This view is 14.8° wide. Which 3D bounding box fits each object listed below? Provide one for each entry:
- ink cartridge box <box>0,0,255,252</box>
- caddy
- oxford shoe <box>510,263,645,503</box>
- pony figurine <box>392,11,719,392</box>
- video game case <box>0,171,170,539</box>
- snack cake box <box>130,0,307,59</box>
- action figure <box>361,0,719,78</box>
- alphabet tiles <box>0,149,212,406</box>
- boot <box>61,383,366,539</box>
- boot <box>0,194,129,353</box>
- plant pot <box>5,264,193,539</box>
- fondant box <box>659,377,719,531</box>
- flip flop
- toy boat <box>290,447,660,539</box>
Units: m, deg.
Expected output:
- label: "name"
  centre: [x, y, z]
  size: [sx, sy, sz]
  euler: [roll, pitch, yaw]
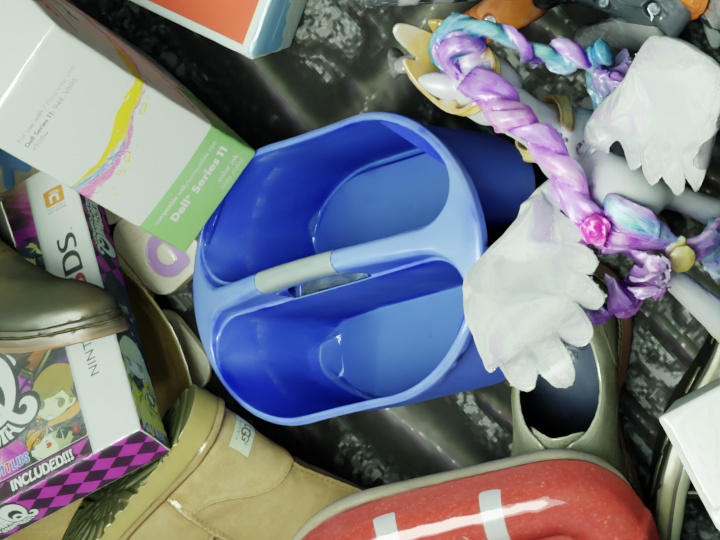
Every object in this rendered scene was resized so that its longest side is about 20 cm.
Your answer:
- label: "ink cartridge box"
  centre: [-0.157, -0.096, 1.357]
  size: [0.067, 0.200, 0.117]
  euler: [-53, 49, 5]
- label: "caddy"
  centre: [0.000, 0.000, 1.377]
  size: [0.199, 0.105, 0.142]
  euler: [-16, 80, 42]
- label: "oxford shoe"
  centre: [0.101, 0.098, 1.407]
  size: [0.070, 0.074, 0.201]
  euler: [-3, 97, 20]
- label: "pony figurine"
  centre: [0.113, -0.034, 1.271]
  size: [0.167, 0.200, 0.193]
  euler: [-52, 37, 12]
- label: "video game case"
  centre: [-0.206, 0.060, 1.430]
  size: [0.199, 0.036, 0.182]
  euler: [-28, 53, 13]
- label: "snack cake box"
  centre: [-0.059, -0.224, 1.418]
  size: [0.115, 0.067, 0.201]
  euler: [26, 106, 12]
- label: "action figure"
  centre: [0.104, -0.123, 1.354]
  size: [0.192, 0.105, 0.201]
  euler: [-1, 102, 11]
- label: "alphabet tiles"
  centre: [-0.180, 0.017, 1.525]
  size: [0.200, 0.015, 0.196]
  euler: [-41, 84, 20]
- label: "boot"
  centre: [-0.044, 0.163, 1.446]
  size: [0.200, 0.066, 0.175]
  euler: [32, 132, -15]
- label: "boot"
  centre: [-0.200, -0.015, 1.376]
  size: [0.199, 0.075, 0.097]
  euler: [6, 103, 32]
- label: "plant pot"
  centre: [-0.176, 0.074, 1.511]
  size: [0.199, 0.027, 0.201]
  euler: [4, 101, 19]
- label: "fondant box"
  centre: [0.211, 0.053, 1.233]
  size: [0.144, 0.200, 0.058]
  euler: [-28, 86, 7]
- label: "flip flop"
  centre: [0.189, 0.062, 1.378]
  size: [0.057, 0.081, 0.201]
  euler: [22, 100, 0]
- label: "toy boat"
  centre: [0.051, 0.176, 1.338]
  size: [0.199, 0.131, 0.131]
  euler: [-14, 116, 9]
